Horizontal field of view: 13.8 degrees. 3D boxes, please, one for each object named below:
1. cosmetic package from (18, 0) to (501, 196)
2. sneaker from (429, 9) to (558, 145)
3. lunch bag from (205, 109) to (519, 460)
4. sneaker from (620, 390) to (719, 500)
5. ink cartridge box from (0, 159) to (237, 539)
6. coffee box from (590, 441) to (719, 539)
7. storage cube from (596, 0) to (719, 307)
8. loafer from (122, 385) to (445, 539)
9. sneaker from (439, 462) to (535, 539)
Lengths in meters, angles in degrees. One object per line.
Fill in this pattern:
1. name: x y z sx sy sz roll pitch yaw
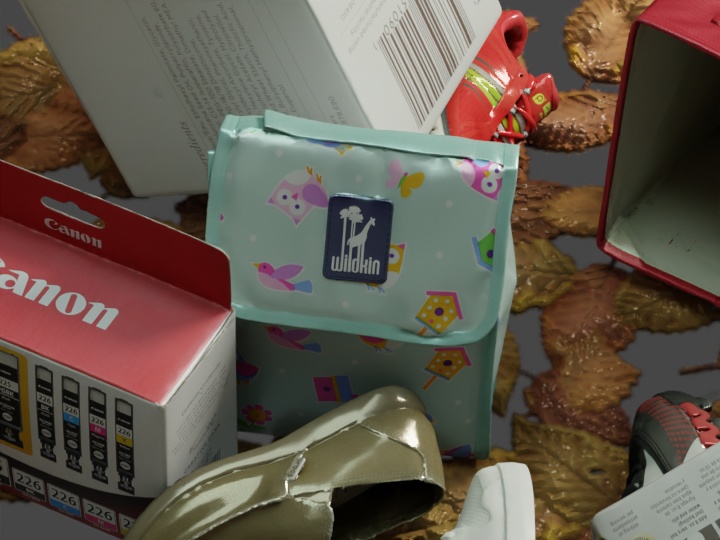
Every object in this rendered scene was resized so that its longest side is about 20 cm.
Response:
1. cosmetic package: -0.057 -0.158 1.748 0.200 0.165 0.165 -2 41 33
2. sneaker: 0.078 -0.094 1.794 0.085 0.077 0.200 -4 47 3
3. lunch bag: 0.000 0.000 1.624 0.170 0.200 0.122 7 47 3
4. sneaker: 0.159 0.144 1.582 0.098 0.071 0.201 -2 48 -7
5. ink cartridge box: -0.171 0.039 1.597 0.200 0.176 0.084 21 49 17
6. coffee box: 0.196 0.194 1.452 0.080 0.113 0.200 -31 76 -2
7. storage cube: 0.262 -0.088 1.723 0.171 0.200 0.180 27 46 22
8. loafer: -0.041 0.132 1.570 0.200 0.076 0.067 -32 52 -11
9. sneaker: 0.030 0.176 1.547 0.115 0.074 0.200 7 48 1
